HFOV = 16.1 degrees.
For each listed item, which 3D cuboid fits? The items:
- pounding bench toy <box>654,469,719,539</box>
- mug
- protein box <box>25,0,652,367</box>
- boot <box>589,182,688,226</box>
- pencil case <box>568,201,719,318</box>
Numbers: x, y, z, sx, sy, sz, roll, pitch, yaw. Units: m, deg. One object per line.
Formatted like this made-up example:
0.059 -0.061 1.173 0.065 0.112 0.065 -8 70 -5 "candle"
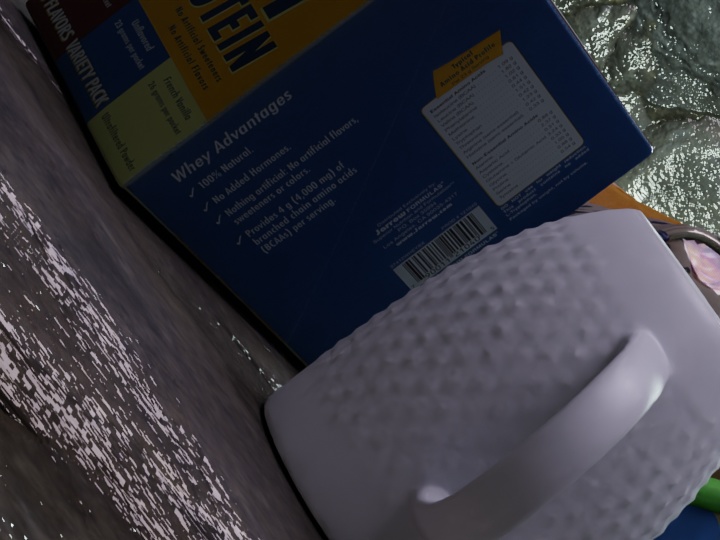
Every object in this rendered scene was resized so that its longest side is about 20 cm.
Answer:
0.146 0.113 1.247 0.200 0.155 0.125 42 58 -61 "pounding bench toy"
0.070 0.064 1.034 0.148 0.175 0.200 53 6 -3 "mug"
-0.007 -0.089 1.179 0.200 0.198 0.135 46 9 -50 "protein box"
0.131 -0.034 1.432 0.202 0.143 0.071 -73 176 -45 "boot"
0.109 0.005 1.240 0.089 0.078 0.200 4 7 -22 "pencil case"
